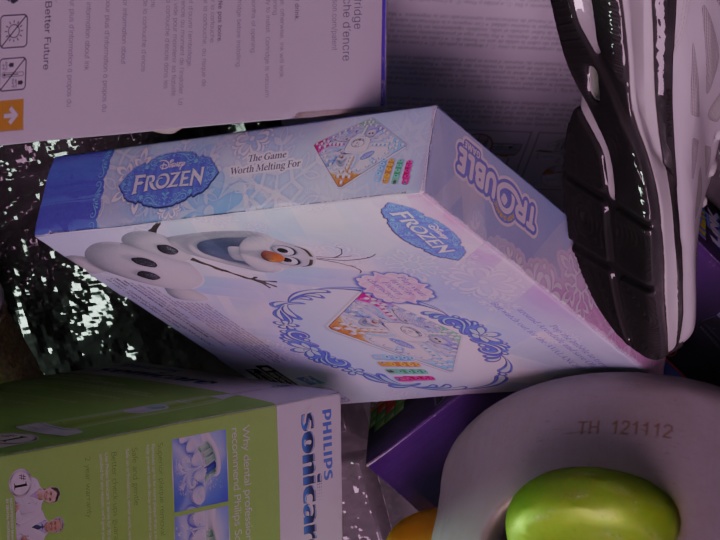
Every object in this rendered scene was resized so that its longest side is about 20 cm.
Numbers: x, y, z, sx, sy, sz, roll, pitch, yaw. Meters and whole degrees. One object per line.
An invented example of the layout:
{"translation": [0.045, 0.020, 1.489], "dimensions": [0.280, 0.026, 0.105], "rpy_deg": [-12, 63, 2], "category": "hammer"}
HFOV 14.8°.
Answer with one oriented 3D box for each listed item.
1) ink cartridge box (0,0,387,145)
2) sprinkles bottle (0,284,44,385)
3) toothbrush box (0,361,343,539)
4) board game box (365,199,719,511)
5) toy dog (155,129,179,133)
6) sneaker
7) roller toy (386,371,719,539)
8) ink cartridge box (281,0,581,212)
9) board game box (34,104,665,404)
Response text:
{"translation": [-0.073, -0.150, 1.043], "dimensions": [0.199, 0.043, 0.199], "rpy_deg": [-7, 104, -40], "category": "ink cartridge box"}
{"translation": [-0.169, 0.083, 1.328], "dimensions": [0.068, 0.068, 0.200], "rpy_deg": [-17, 119, 14], "category": "sprinkles bottle"}
{"translation": [-0.126, 0.098, 1.219], "dimensions": [0.145, 0.200, 0.086], "rpy_deg": [5, 101, 43], "category": "toothbrush box"}
{"translation": [0.129, 0.073, 1.307], "dimensions": [0.165, 0.057, 0.200], "rpy_deg": [41, 116, -21], "category": "board game box"}
{"translation": [-0.146, -0.148, 1.081], "dimensions": [0.199, 0.140, 0.194], "rpy_deg": [2, 138, -41], "category": "toy dog"}
{"translation": [0.143, -0.066, 1.108], "dimensions": [0.115, 0.076, 0.201], "rpy_deg": [-16, 115, -20], "category": "sneaker"}
{"translation": [0.119, 0.137, 1.221], "dimensions": [0.182, 0.140, 0.200], "rpy_deg": [23, 141, -17], "category": "roller toy"}
{"translation": [0.045, -0.097, 1.199], "dimensions": [0.159, 0.047, 0.200], "rpy_deg": [1, 139, -17], "category": "ink cartridge box"}
{"translation": [0.000, 0.000, 1.190], "dimensions": [0.198, 0.044, 0.200], "rpy_deg": [-4, 154, 34], "category": "board game box"}
